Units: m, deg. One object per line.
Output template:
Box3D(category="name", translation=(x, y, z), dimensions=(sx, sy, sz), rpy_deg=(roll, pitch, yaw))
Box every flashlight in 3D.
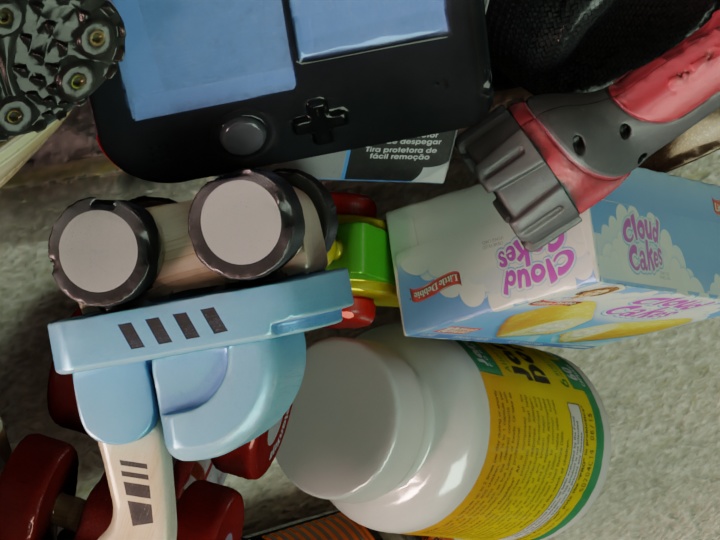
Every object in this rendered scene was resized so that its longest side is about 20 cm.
Box3D(category="flashlight", translation=(0.141, -0.091, 1.238), dimensions=(0.200, 0.068, 0.068), rpy_deg=(-36, 99, 3))

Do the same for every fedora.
Box3D(category="fedora", translation=(0.120, -0.148, 1.285), dimensions=(0.200, 0.092, 0.201), rpy_deg=(-21, 141, -19))

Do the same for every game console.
Box3D(category="game console", translation=(-0.037, -0.127, 1.125), dimensions=(0.176, 0.031, 0.200), rpy_deg=(-8, 133, 1))

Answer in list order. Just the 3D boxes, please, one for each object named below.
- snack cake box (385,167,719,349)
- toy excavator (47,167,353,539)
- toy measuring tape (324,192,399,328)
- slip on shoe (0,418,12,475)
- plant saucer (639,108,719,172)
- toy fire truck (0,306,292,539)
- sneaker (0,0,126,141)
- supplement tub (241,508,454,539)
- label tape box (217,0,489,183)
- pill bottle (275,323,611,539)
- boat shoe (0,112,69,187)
Box3D(category="snack cake box", translation=(0.115, -0.006, 1.380), dimensions=(0.115, 0.067, 0.200), rpy_deg=(-14, 169, 31))
Box3D(category="toy excavator", translation=(-0.091, 0.066, 1.181), dimensions=(0.194, 0.201, 0.100), rpy_deg=(-11, 179, 10))
Box3D(category="toy measuring tape", translation=(0.000, 0.000, 1.388), dimensions=(0.074, 0.074, 0.200), rpy_deg=(-44, 159, 11))
Box3D(category="slip on shoe", translation=(-0.209, 0.071, 1.284), dimensions=(0.060, 0.076, 0.200), rpy_deg=(-29, 149, -10))
Box3D(category="plant saucer", translation=(0.182, -0.094, 1.385), dimensions=(0.200, 0.037, 0.200), rpy_deg=(-24, 171, -4))
Box3D(category="toy fire truck", translation=(-0.105, 0.123, 1.334), dimensions=(0.168, 0.112, 0.200), rpy_deg=(89, 18, -54))
Box3D(category="sneaker", translation=(-0.193, -0.078, 1.113), dimensions=(0.199, 0.073, 0.072), rpy_deg=(-20, 118, 6))
Box3D(category="supplement tub", translation=(-0.041, 0.207, 1.512), dimensions=(0.199, 0.123, 0.123), rpy_deg=(-14, 137, -25))
Box3D(category="label tape box", translation=(-0.018, -0.133, 1.185), dimensions=(0.143, 0.066, 0.200), rpy_deg=(2, 134, -12))
Box3D(category="pill bottle", translation=(0.042, 0.088, 1.440), dimensions=(0.113, 0.113, 0.200), rpy_deg=(-51, 148, 18))
Box3D(category="boat shoe", translation=(-0.204, -0.036, 1.179), dimensions=(0.200, 0.072, 0.065), rpy_deg=(-36, 151, 3))
